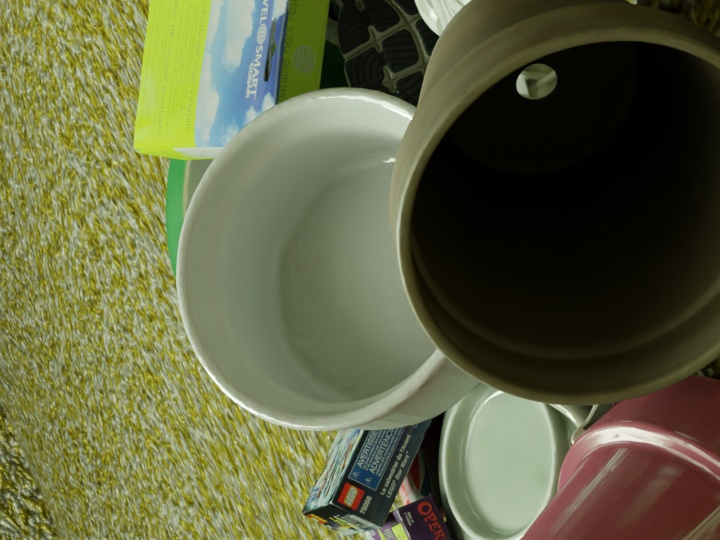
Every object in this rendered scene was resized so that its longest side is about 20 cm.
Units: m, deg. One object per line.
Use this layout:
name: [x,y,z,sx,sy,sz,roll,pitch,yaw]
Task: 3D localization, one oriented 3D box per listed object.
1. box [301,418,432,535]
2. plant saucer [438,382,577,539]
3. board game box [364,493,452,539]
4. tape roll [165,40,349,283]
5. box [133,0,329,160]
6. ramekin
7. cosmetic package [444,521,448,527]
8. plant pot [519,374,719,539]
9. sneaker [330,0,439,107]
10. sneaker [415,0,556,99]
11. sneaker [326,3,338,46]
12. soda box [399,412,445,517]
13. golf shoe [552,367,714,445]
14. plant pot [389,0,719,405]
box: [0.014,0.102,1.633,0.040,0.137,0.200,26,170,-3]
plant saucer: [0.100,0.113,1.486,0.200,0.050,0.201,-8,80,52]
board game box: [0.047,0.207,1.599,0.200,0.032,0.121,126,123,-79]
tape roll: [-0.063,-0.058,1.657,0.200,0.048,0.202,-15,72,57]
box: [-0.080,-0.134,1.608,0.200,0.047,0.123,4,87,59]
ramekin: [0.000,0.000,1.483,0.098,0.200,0.201,21,-140,-62]
cosmetic package: [0.120,0.217,1.623,0.200,0.090,0.107,3,113,69]
plant pot: [0.145,0.181,1.250,0.200,0.179,0.201,34,142,32]
sneaker: [0.018,-0.160,1.601,0.080,0.077,0.201,75,178,-70]
sneaker: [0.085,-0.129,1.390,0.201,0.078,0.099,65,159,17]
sneaker: [-0.016,-0.125,1.714,0.116,0.073,0.201,111,138,-68]
soda box: [0.076,0.115,1.676,0.200,0.070,0.064,127,124,-69]
golf shoe: [0.122,0.021,1.410,0.077,0.088,0.200,90,156,-51]
plant pot: [0.104,-0.061,1.253,0.174,0.199,0.201,-105,5,-61]
